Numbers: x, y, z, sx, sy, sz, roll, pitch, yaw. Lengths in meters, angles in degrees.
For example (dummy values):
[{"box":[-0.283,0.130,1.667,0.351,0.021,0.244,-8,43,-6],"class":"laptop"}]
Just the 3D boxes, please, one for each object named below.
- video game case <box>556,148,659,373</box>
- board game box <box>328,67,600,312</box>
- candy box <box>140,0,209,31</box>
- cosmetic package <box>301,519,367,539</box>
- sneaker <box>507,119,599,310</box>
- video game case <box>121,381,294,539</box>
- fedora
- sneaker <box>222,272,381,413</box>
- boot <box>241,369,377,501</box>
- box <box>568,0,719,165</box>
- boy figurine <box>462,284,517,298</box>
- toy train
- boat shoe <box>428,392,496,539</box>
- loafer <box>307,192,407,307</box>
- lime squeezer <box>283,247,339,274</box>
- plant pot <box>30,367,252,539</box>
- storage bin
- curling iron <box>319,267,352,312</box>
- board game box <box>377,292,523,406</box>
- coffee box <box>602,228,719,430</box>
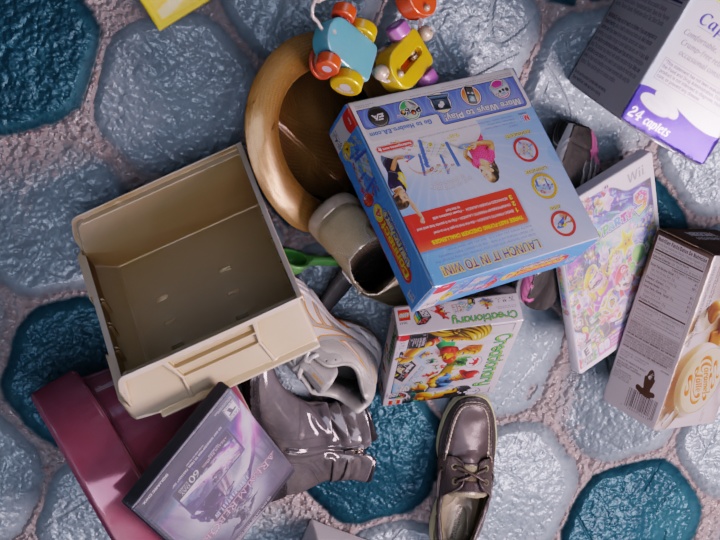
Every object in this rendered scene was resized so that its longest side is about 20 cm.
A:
[{"box":[0.262,-0.009,1.479,0.143,0.018,0.201,-30,124,-27],"class":"video game case"},{"box":[0.098,-0.081,1.341,0.199,0.056,0.197,-15,72,-29],"class":"board game box"},{"box":[-0.135,-0.324,1.346,0.199,0.026,0.102,-31,114,3],"class":"candy box"},{"box":[0.023,0.397,1.532,0.199,0.199,0.124,21,104,-15],"class":"cosmetic package"},{"box":[0.177,-0.066,1.463,0.080,0.086,0.201,27,82,-53],"class":"sneaker"},{"box":[-0.142,0.209,1.377,0.143,0.019,0.200,-51,147,-15],"class":"video game case"},{"box":[-0.051,-0.134,1.381,0.200,0.082,0.202,-8,103,-40],"class":"fedora"},{"box":[-0.056,0.075,1.438,0.199,0.092,0.076,30,122,-24],"class":"sneaker"},{"box":[-0.055,0.149,1.511,0.131,0.070,0.201,-13,122,-8],"class":"boot"},{"box":[0.316,-0.229,1.370,0.104,0.184,0.201,26,104,-16],"class":"box"},{"box":[0.103,-0.065,1.438,0.064,0.124,0.201,-7,86,-29],"class":"boy figurine"},{"box":[0.007,-0.238,1.337,0.199,0.055,0.151,-17,95,-46],"class":"toy train"},{"box":[0.119,0.234,1.563,0.073,0.065,0.201,1,109,-9],"class":"boat shoe"},{"box":[0.018,-0.004,1.389,0.076,0.068,0.200,-41,143,11],"class":"loafer"},{"box":[-0.083,0.009,1.465,0.199,0.038,0.071,-22,108,-4],"class":"lime squeezer"},{"box":[-0.208,0.167,1.430,0.178,0.200,0.201,-30,112,-16],"class":"plant pot"},{"box":[-0.165,0.012,1.359,0.198,0.201,0.094,-24,145,-1],"class":"storage bin"},{"box":[0.000,0.000,1.459,0.049,0.026,0.200,21,118,-41],"class":"curling iron"},{"box":[0.088,0.084,1.454,0.125,0.200,0.035,-7,65,-7],"class":"board game box"},{"box":[0.350,0.061,1.512,0.114,0.080,0.201,0,113,-43],"class":"coffee box"}]
